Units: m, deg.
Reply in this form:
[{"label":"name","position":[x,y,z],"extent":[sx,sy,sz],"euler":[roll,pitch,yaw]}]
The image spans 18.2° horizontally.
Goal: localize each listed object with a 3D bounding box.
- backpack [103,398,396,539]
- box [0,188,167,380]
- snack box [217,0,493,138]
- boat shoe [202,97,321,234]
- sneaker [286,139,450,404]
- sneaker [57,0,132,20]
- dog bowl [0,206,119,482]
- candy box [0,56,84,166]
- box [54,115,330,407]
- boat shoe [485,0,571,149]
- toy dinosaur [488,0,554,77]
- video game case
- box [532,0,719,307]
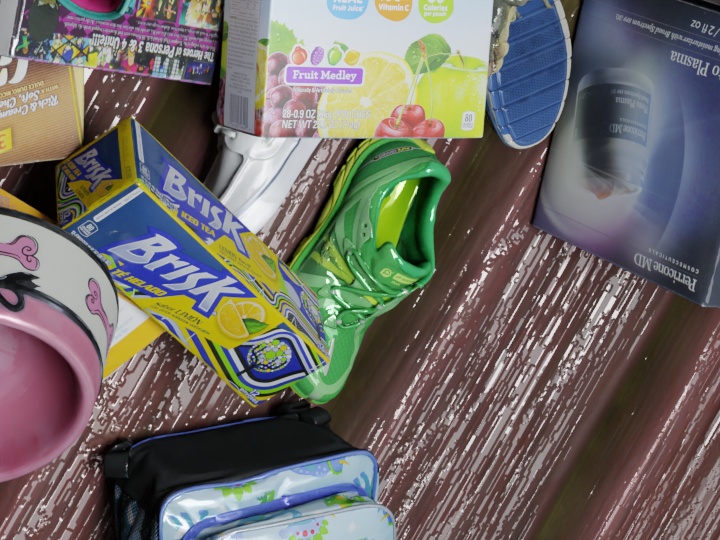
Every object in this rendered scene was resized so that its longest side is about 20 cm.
[{"label":"backpack","position":[-0.072,0.216,1.540],"extent":[0.183,0.147,0.200],"euler":[-11,118,-27]},{"label":"box","position":[-0.229,0.012,1.391],"extent":[0.119,0.041,0.200],"euler":[-37,130,23]},{"label":"snack box","position":[0.001,-0.185,1.424],"extent":[0.169,0.068,0.200],"euler":[-3,101,-32]},{"label":"boat shoe","position":[-0.066,-0.097,1.482],"extent":[0.065,0.074,0.200],"euler":[41,76,-28]},{"label":"sneaker","position":[0.000,0.000,1.546],"extent":[0.074,0.084,0.200],"euler":[18,98,-37]},{"label":"sneaker","position":[-0.121,-0.191,1.265],"extent":[0.200,0.084,0.121],"euler":[32,68,-50]},{"label":"dog bowl","position":[-0.243,0.053,1.346],"extent":[0.200,0.074,0.200],"euler":[-5,138,-5]},{"label":"candy box","position":[-0.226,-0.163,1.349],"extent":[0.115,0.055,0.200],"euler":[-9,111,-33]},{"label":"box","position":[-0.104,-0.003,1.411],"extent":[0.064,0.070,0.200],"euler":[-32,129,17]},{"label":"boat shoe","position":[0.092,-0.183,1.546],"extent":[0.072,0.072,0.200],"euler":[-19,112,-29]},{"label":"toy dinosaur","position":[0.115,-0.223,1.480],"extent":[0.088,0.047,0.200],"euler":[-1,100,-25]},{"label":"video game case","position":[-0.141,-0.209,1.346],"extent":[0.200,0.036,0.181],"euler":[0,102,-59]},{"label":"box","position":[0.243,-0.093,1.602],"extent":[0.123,0.200,0.198],"euler":[2,106,-35]}]
